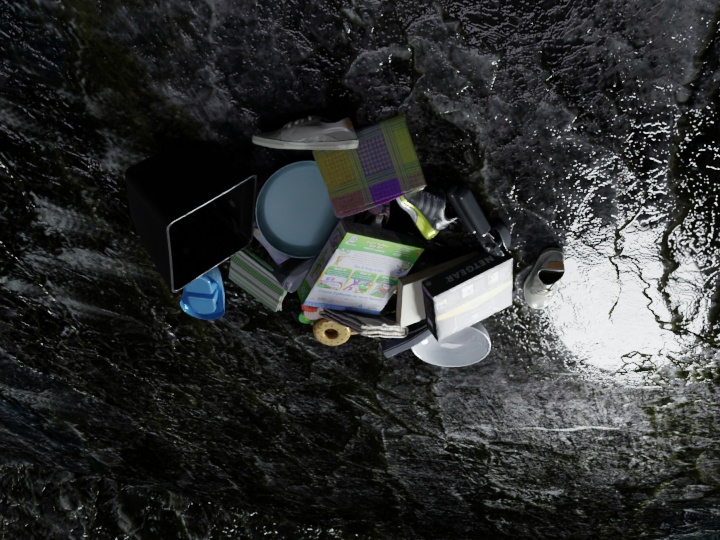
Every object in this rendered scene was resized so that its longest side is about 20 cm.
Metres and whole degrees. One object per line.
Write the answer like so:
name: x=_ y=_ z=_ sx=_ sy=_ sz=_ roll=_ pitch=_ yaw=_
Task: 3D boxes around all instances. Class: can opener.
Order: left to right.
can opener: x=0.243 y=-0.104 z=1.281 sx=0.053 sy=0.067 sz=0.200 roll=25 pitch=158 yaw=51

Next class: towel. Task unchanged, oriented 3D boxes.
towel: x=-0.231 y=0.020 z=1.446 sx=0.152 sy=0.023 sz=0.200 roll=35 pitch=156 yaw=1
towel: x=0.010 y=0.110 z=1.409 sx=0.132 sy=0.035 sz=0.199 roll=22 pitch=-175 yaw=30
towel: x=0.012 y=-0.188 z=1.166 sx=0.198 sy=0.023 sz=0.145 roll=-16 pitch=98 yaw=26

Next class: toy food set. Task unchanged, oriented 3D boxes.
toy food set: x=-0.057 y=0.111 z=1.587 sx=0.198 sy=0.049 sz=0.198 roll=-15 pitch=137 yaw=26

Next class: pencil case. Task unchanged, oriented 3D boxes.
pencil case: x=-0.165 y=-0.057 z=1.363 sx=0.090 sy=0.083 sz=0.201 roll=-26 pitch=136 yaw=-1

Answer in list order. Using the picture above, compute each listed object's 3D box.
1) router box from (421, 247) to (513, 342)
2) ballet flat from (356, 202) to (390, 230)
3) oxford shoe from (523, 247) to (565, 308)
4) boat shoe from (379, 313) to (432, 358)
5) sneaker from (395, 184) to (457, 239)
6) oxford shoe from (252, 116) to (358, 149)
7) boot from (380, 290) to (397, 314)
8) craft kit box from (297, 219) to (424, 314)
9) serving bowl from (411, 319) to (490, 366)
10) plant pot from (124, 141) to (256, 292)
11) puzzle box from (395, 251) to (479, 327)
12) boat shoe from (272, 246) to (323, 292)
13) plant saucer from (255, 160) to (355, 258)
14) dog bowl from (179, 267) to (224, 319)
router box: x=0.234 y=0.051 z=1.383 sx=0.198 sy=0.052 sz=0.158 roll=-25 pitch=138 yaw=-11
ballet flat: x=0.019 y=-0.075 z=1.323 sx=0.068 sy=0.072 sz=0.201 roll=9 pitch=142 yaw=-8
oxford shoe: x=0.405 y=0.031 z=1.410 sx=0.074 sy=0.058 sz=0.201 roll=3 pitch=143 yaw=1
boat shoe: x=0.105 y=0.138 z=1.517 sx=0.070 sy=0.092 sz=0.200 roll=-20 pitch=171 yaw=-43
sneaker: x=0.118 y=-0.146 z=1.233 sx=0.080 sy=0.074 sz=0.200 roll=-28 pitch=135 yaw=18
oxford shoe: x=-0.098 y=-0.244 z=1.133 sx=0.198 sy=0.075 sz=0.058 roll=2 pitch=104 yaw=18
boot: x=0.097 y=0.045 z=1.459 sx=0.149 sy=0.074 sz=0.201 roll=4 pitch=145 yaw=5
craft kit box: x=0.000 y=0.000 z=1.300 sx=0.198 sy=0.049 sz=0.198 roll=10 pitch=130 yaw=-35
serving bowl: x=0.225 y=0.163 z=1.595 sx=0.197 sy=0.066 sz=0.201 roll=4 pitch=141 yaw=4
plant pot: x=-0.330 y=-0.121 z=1.206 sx=0.177 sy=0.199 sz=0.200 roll=42 pitch=146 yaw=18
puzzle box: x=0.171 y=0.042 z=1.394 sx=0.198 sy=0.025 sz=0.134 roll=-18 pitch=136 yaw=-19
boat shoe: x=-0.099 y=-0.029 z=1.334 sx=0.056 sy=0.200 sz=0.069 roll=39 pitch=140 yaw=17
plant saucer: x=-0.108 y=-0.121 z=1.257 sx=0.198 sy=0.027 sz=0.202 roll=-7 pitch=117 yaw=-13
dog bowl: x=-0.385 y=0.043 z=1.551 sx=0.110 sy=0.050 sz=0.201 roll=6 pitch=142 yaw=1
